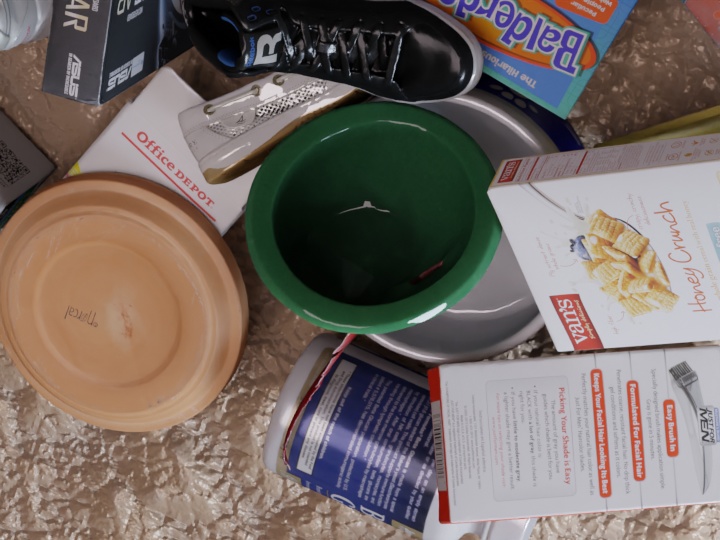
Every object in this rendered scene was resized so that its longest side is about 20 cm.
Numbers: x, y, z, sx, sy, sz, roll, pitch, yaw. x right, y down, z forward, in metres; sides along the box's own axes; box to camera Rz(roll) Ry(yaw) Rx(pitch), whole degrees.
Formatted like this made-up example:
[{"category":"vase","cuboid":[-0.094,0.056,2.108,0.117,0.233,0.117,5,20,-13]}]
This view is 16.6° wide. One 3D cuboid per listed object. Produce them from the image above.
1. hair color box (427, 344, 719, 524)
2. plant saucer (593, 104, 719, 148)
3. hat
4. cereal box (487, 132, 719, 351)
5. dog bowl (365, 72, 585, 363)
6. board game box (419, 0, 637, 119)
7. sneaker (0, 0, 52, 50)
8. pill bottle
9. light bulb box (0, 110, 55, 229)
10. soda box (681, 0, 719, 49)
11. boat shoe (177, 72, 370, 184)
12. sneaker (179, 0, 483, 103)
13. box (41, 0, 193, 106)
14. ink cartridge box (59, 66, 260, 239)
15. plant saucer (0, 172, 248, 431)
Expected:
[{"category":"hair color box","cuboid":[0.151,0.114,1.714,0.199,0.064,0.111,-3,85,-6]},{"category":"plant saucer","cuboid":[0.276,-0.034,1.641,0.200,0.048,0.200,54,150,-12]},{"category":"hat","cuboid":[0.000,0.000,1.718,0.200,0.176,0.166,-25,69,-8]},{"category":"cereal box","cuboid":[0.198,-0.017,1.608,0.199,0.040,0.144,-7,125,30]},{"category":"dog bowl","cuboid":[0.065,-0.040,1.740,0.199,0.079,0.201,6,111,17]},{"category":"board game box","cuboid":[0.118,-0.217,1.612,0.152,0.045,0.200,30,128,1]},{"category":"sneaker","cuboid":[-0.310,-0.235,1.786,0.200,0.099,0.078,40,120,2]},{"category":"pill bottle","cuboid":[0.039,0.133,1.793,0.200,0.111,0.111,23,115,10]},{"category":"light bulb box","cuboid":[-0.365,-0.075,1.808,0.198,0.200,0.125,46,118,-1]},{"category":"soda box","cuboid":[0.284,-0.148,1.626,0.064,0.068,0.200,-37,98,27]},{"category":"boat shoe","cuboid":[-0.036,-0.138,1.715,0.200,0.071,0.069,-31,85,-5]},{"category":"sneaker","cuboid":[-0.028,-0.145,1.621,0.200,0.112,0.073,20,118,23]},{"category":"box","cuboid":[-0.148,-0.216,1.683,0.043,0.200,0.161,16,113,14]},{"category":"ink cartridge box","cuboid":[-0.151,-0.056,1.814,0.115,0.068,0.200,43,117,-2]},{"category":"plant saucer","cuboid":[-0.180,0.027,1.801,0.200,0.032,0.201,6,113,16]}]
